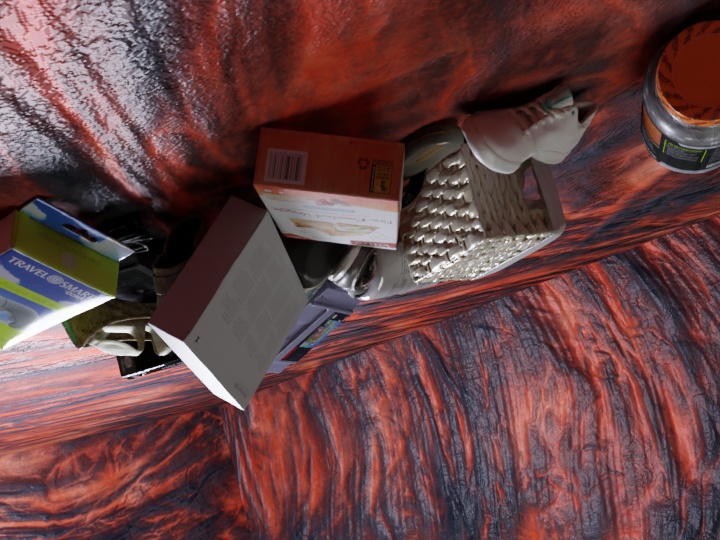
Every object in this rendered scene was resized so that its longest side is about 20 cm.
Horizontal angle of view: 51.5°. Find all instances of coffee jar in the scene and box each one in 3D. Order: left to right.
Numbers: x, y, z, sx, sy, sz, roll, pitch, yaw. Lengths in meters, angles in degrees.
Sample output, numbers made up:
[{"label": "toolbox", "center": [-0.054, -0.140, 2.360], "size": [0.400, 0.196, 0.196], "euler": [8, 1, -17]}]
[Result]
[{"label": "coffee jar", "center": [-0.077, -0.014, 0.956], "size": [0.105, 0.085, 0.200], "euler": [-52, -179, -20]}]

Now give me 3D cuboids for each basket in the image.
[{"label": "basket", "center": [0.142, -0.074, 0.952], "size": [0.121, 0.139, 0.199], "euler": [-7, 166, -28]}]

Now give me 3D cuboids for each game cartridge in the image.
[{"label": "game cartridge", "center": [-0.092, 0.088, 1.139], "size": [0.199, 0.039, 0.129], "euler": [-41, 152, 16]}]

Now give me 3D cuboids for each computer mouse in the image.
[{"label": "computer mouse", "center": [-0.264, -0.006, 0.852], "size": [0.135, 0.054, 0.200], "euler": [-21, 159, 6]}]

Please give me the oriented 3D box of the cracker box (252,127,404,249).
[{"label": "cracker box", "center": [-0.024, -0.074, 0.743], "size": [0.130, 0.059, 0.200], "euler": [6, 170, 4]}]

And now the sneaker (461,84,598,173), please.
[{"label": "sneaker", "center": [0.185, -0.161, 0.794], "size": [0.198, 0.076, 0.088], "euler": [-16, 159, -46]}]

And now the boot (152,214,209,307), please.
[{"label": "boot", "center": [-0.172, 0.003, 0.854], "size": [0.068, 0.149, 0.202], "euler": [-3, -144, 13]}]

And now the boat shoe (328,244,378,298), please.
[{"label": "boat shoe", "center": [0.000, 0.000, 0.926], "size": [0.068, 0.056, 0.200], "euler": [-58, -176, -6]}]

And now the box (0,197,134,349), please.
[{"label": "box", "center": [-0.331, 0.011, 0.722], "size": [0.196, 0.049, 0.121], "euler": [-22, 147, 25]}]

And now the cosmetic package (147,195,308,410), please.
[{"label": "cosmetic package", "center": [-0.129, 0.042, 0.790], "size": [0.051, 0.153, 0.201], "euler": [20, 157, 19]}]

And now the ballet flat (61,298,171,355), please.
[{"label": "ballet flat", "center": [-0.254, 0.070, 0.875], "size": [0.197, 0.066, 0.070], "euler": [3, 146, -45]}]

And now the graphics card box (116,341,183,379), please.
[{"label": "graphics card box", "center": [-0.230, 0.054, 0.985], "size": [0.195, 0.128, 0.051], "euler": [-17, 171, -9]}]

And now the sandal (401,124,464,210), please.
[{"label": "sandal", "center": [0.048, -0.101, 0.859], "size": [0.081, 0.056, 0.198], "euler": [-7, 164, -45]}]

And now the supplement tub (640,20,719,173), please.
[{"label": "supplement tub", "center": [0.363, -0.182, 0.796], "size": [0.120, 0.126, 0.199], "euler": [-21, 170, 17]}]

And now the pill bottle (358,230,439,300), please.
[{"label": "pill bottle", "center": [0.072, -0.029, 1.097], "size": [0.196, 0.117, 0.114], "euler": [-11, 168, -36]}]
